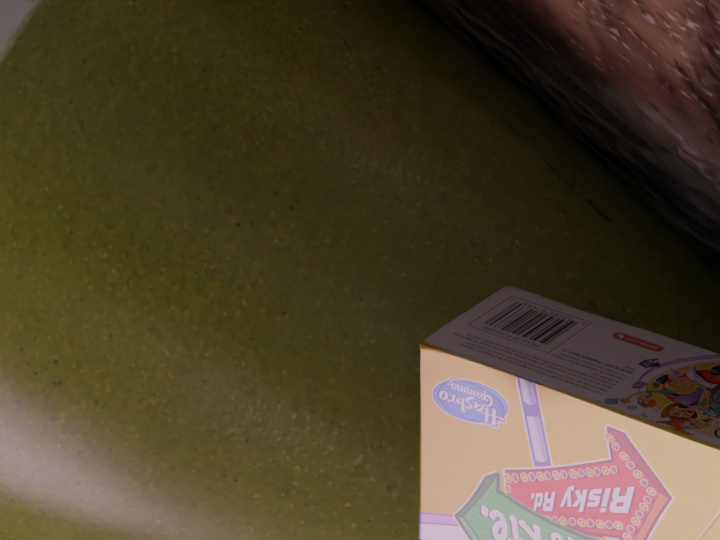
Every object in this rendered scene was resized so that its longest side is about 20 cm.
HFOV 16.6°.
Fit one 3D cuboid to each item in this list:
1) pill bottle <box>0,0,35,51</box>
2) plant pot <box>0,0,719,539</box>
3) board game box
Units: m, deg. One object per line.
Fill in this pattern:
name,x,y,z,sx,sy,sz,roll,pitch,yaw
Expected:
pill bottle,-0.140,-0.091,0.692,0.114,0.114,0.200,48,-171,-31
plant pot,0.007,0.025,0.621,0.200,0.187,0.187,28,170,8
board game box,0.100,0.095,0.490,0.200,0.034,0.135,18,122,33
